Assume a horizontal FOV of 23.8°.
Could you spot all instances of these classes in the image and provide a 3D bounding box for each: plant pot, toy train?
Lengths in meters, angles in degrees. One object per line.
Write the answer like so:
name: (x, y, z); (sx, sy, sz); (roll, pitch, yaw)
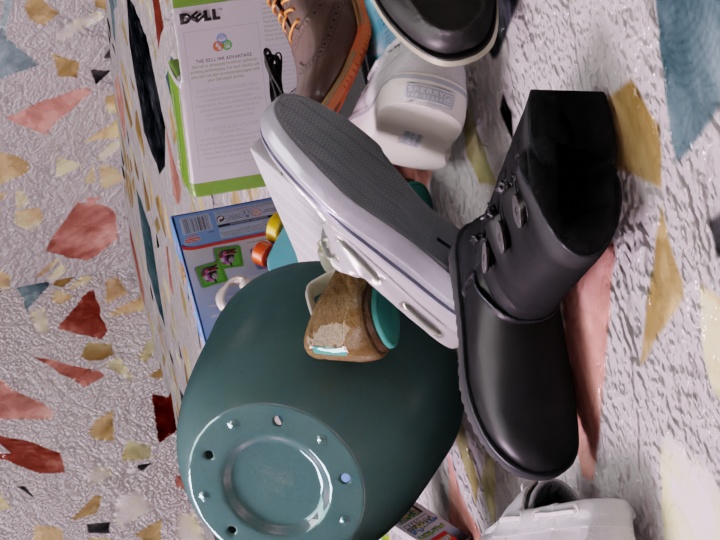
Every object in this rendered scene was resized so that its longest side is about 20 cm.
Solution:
plant pot: (-0.039, 0.115, 1.205); (0.161, 0.200, 0.201); (-58, -35, -64)
toy train: (-0.082, -0.054, 1.548); (0.056, 0.150, 0.200); (42, -147, -58)

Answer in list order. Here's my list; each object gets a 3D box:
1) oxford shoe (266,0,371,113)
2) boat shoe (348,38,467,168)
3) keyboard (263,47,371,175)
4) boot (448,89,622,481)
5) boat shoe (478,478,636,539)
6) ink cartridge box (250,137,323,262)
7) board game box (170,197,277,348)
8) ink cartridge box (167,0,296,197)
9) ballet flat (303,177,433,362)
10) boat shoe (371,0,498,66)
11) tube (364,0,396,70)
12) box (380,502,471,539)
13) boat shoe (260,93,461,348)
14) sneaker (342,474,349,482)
oxford shoe: (-0.035, -0.167, 1.165); (0.200, 0.073, 0.071); (-84, 20, -44)
boat shoe: (0.032, -0.114, 1.112); (0.200, 0.072, 0.069); (106, 180, -81)
keyboard: (-0.031, -0.145, 1.283); (0.127, 0.021, 0.200); (-26, 72, 48)
boot: (0.103, 0.013, 0.932); (0.200, 0.066, 0.165); (120, 136, -66)
boat shoe: (0.111, 0.156, 1.003); (0.200, 0.072, 0.069); (138, 137, -80)
ink cartridge box: (-0.005, -0.008, 1.378); (0.163, 0.057, 0.200); (42, 165, 43)
board game box: (-0.077, 0.022, 1.543); (0.037, 0.151, 0.200); (93, 162, -53)
ink cartridge box: (-0.084, -0.175, 1.414); (0.076, 0.147, 0.200); (-126, 28, -66)
ballet flat: (0.000, 0.000, 1.171); (0.200, 0.072, 0.068); (-73, -37, -54)
boat shoe: (0.034, -0.211, 1.007); (0.063, 0.073, 0.202); (85, 174, -62)
tube: (0.002, -0.149, 1.297); (0.200, 0.050, 0.078); (119, 131, -63)
box: (0.043, 0.277, 1.389); (0.110, 0.035, 0.200); (27, 132, 43)
boat shoe: (0.005, -0.022, 1.066); (0.067, 0.200, 0.074); (-44, 6, 35)
sneaker: (0.019, 0.119, 1.376); (0.200, 0.066, 0.079); (114, 136, -61)
